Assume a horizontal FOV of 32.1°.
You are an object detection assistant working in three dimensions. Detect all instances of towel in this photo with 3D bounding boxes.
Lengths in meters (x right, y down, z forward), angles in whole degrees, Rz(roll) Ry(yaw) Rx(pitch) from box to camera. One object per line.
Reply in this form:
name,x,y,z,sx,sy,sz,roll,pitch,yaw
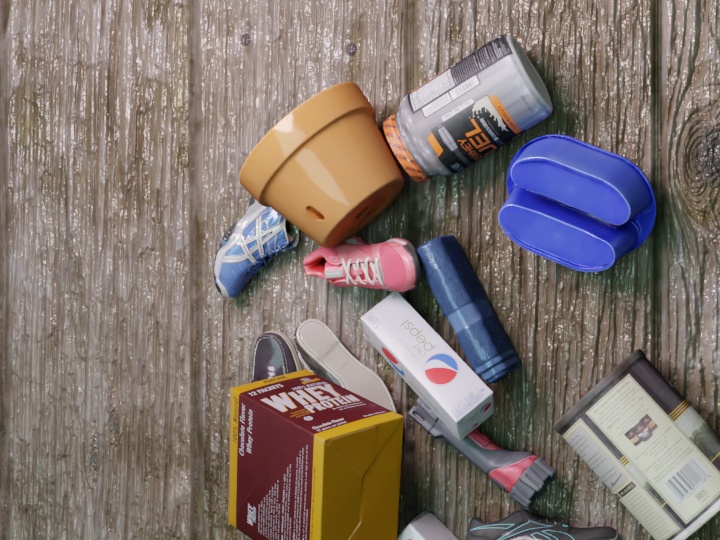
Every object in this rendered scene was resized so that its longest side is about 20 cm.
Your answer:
towel,0.136,0.051,1.621,0.048,0.112,0.201,-29,82,17

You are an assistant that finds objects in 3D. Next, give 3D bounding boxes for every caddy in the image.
caddy,0.271,-0.087,1.578,0.199,0.105,0.142,24,123,18

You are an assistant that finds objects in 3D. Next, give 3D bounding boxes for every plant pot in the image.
plant pot,-0.037,-0.125,1.619,0.200,0.200,0.140,-43,79,15

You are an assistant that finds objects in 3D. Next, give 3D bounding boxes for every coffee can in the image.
coffee can,0.355,0.218,1.525,0.146,0.146,0.200,-45,77,15

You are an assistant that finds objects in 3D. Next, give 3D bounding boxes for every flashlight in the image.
flashlight,0.162,0.225,1.643,0.200,0.068,0.068,41,116,20

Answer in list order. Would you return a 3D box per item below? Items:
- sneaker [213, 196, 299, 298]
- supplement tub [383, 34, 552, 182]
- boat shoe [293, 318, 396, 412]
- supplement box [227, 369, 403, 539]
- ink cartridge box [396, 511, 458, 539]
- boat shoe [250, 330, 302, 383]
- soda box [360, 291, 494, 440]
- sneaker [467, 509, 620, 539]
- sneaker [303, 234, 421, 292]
sneaker,-0.136,-0.043,1.739,0.077,0.076,0.201,36,103,21
supplement tub,0.136,-0.204,1.613,0.199,0.122,0.123,-31,80,19
boat shoe,-0.020,0.152,1.718,0.067,0.057,0.200,-36,81,-20
supplement box,-0.062,0.261,1.626,0.200,0.132,0.198,20,113,46
ink cartridge box,0.066,0.446,1.666,0.145,0.084,0.200,43,104,14
boat shoe,-0.123,0.185,1.743,0.072,0.065,0.201,-1,89,22
soda box,0.087,0.123,1.633,0.064,0.068,0.200,-37,63,-12
sneaker,0.232,0.342,1.610,0.199,0.076,0.080,-8,55,5
sneaker,0.000,0.000,1.643,0.200,0.087,0.074,7,113,52
